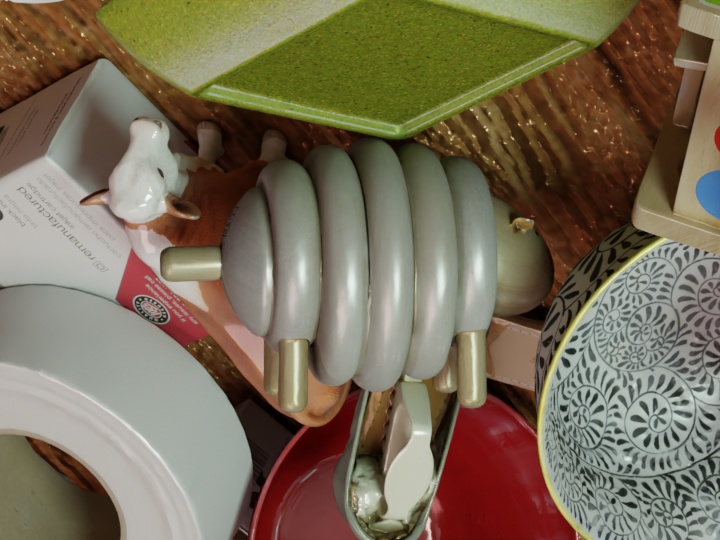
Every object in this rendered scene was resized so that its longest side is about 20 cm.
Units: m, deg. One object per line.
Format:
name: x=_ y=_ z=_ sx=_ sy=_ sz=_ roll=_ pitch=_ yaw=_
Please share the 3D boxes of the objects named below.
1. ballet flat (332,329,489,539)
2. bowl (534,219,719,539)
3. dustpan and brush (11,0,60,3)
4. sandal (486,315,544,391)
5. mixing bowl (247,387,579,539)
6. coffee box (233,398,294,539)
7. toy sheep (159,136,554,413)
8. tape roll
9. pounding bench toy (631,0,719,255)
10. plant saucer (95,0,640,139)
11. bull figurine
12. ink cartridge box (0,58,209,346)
ballet flat: x=0.033 y=0.056 z=1.459 sx=0.067 sy=0.064 sz=0.201 roll=9 pitch=109 yaw=-13
bowl: x=0.161 y=0.038 z=1.386 sx=0.199 sy=0.094 sz=0.202 roll=-10 pitch=121 yaw=-18
dustpan and brush: x=-0.208 y=-0.186 z=1.345 sx=0.199 sy=0.058 sz=0.140 roll=14 pitch=141 yaw=-16
sandal: x=0.116 y=0.066 z=1.485 sx=0.210 sy=0.070 sz=0.078 roll=15 pitch=140 yaw=14
mixing bowl: x=0.013 y=0.159 z=1.575 sx=0.200 sy=0.201 sz=0.108 roll=40 pitch=166 yaw=-16
coffee box: x=-0.037 y=0.182 z=1.688 sx=0.200 sy=0.080 sz=0.113 roll=40 pitch=141 yaw=-16
toy sheep: x=0.000 y=0.000 z=1.372 sx=0.199 sy=0.139 sz=0.138 roll=-2 pitch=143 yaw=-15
tape roll: x=-0.162 y=0.109 z=1.532 sx=0.201 sy=0.071 sz=0.203 roll=14 pitch=131 yaw=17
pounding bench toy: x=0.190 y=-0.058 z=1.206 sx=0.124 sy=0.201 sz=0.156 roll=19 pitch=140 yaw=9
plant saucer: x=0.013 y=-0.114 z=1.277 sx=0.199 sy=0.048 sz=0.199 roll=10 pitch=156 yaw=-42
bull figurine: x=-0.064 y=-0.012 z=1.453 sx=0.065 sy=0.122 sz=0.200 roll=-15 pitch=120 yaw=36
ink cartridge box: x=-0.170 y=-0.012 z=1.546 sx=0.199 sy=0.083 sz=0.147 roll=-24 pitch=120 yaw=43
